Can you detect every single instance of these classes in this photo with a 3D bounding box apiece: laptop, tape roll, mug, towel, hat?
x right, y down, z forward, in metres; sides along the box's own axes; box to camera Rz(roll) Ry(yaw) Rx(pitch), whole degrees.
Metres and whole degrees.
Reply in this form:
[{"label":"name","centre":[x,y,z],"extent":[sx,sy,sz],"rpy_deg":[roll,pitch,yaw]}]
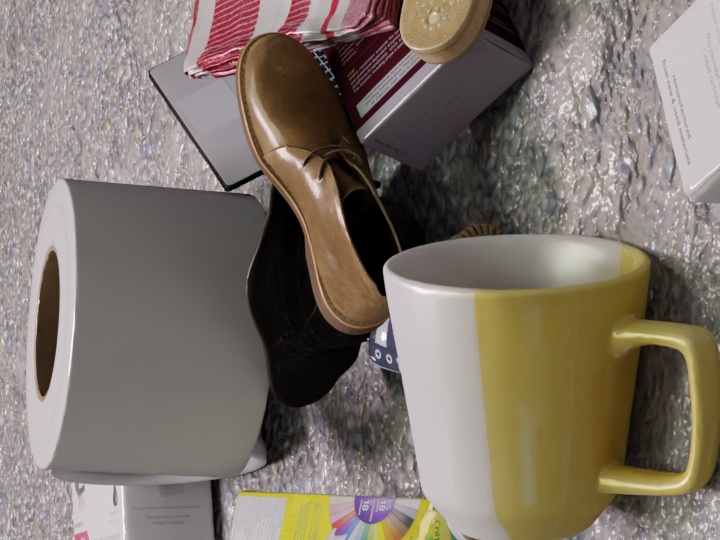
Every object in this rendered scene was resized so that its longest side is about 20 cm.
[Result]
[{"label":"laptop","centre":[-0.056,-0.186,1.565],"extent":[0.187,0.199,0.116],"rpy_deg":[53,169,52]},{"label":"tape roll","centre":[-0.150,0.041,1.518],"extent":[0.203,0.138,0.204],"rpy_deg":[-177,90,-73]},{"label":"mug","centre":[0.095,0.072,1.217],"extent":[0.187,0.149,0.154],"rpy_deg":[-150,56,-68]},{"label":"towel","centre":[-0.043,-0.209,1.441],"extent":[0.199,0.023,0.145],"rpy_deg":[-10,66,45]},{"label":"hat","centre":[0.000,0.000,1.454],"extent":[0.081,0.200,0.202],"rpy_deg":[8,98,22]}]

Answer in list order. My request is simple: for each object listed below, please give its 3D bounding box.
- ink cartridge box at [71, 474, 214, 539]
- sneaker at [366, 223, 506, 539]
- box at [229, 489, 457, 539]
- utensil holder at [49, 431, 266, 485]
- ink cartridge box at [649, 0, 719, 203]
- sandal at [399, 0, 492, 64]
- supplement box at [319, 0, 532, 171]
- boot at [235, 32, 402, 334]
[{"label":"ink cartridge box","centre":[-0.187,0.158,1.845],"extent":[0.146,0.084,0.201],"rpy_deg":[153,117,-62]},{"label":"sneaker","centre":[0.057,0.081,1.364],"extent":[0.108,0.070,0.201],"rpy_deg":[-29,56,55]},{"label":"box","centre":[-0.005,0.206,1.431],"extent":[0.199,0.048,0.118],"rpy_deg":[-3,71,43]},{"label":"utensil holder","centre":[-0.160,0.057,1.709],"extent":[0.170,0.169,0.201],"rpy_deg":[151,120,-60]},{"label":"ink cartridge box","centre":[0.238,-0.108,0.920],"extent":[0.200,0.144,0.084],"rpy_deg":[-47,47,53]},{"label":"sandal","centre":[0.050,-0.234,1.330],"extent":[0.077,0.070,0.213],"rpy_deg":[-8,62,32]},{"label":"supplement box","centre":[0.026,-0.176,1.416],"extent":[0.109,0.061,0.201],"rpy_deg":[-42,48,26]},{"label":"boot","centre":[-0.017,-0.065,1.358],"extent":[0.201,0.073,0.075],"rpy_deg":[68,160,10]}]
